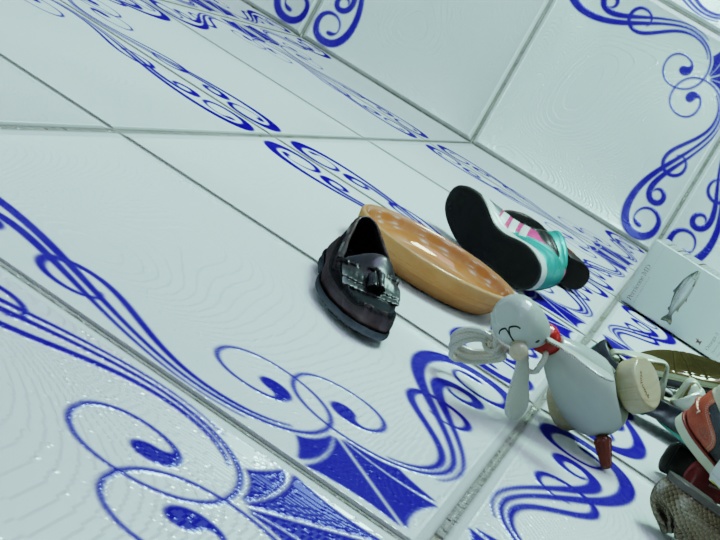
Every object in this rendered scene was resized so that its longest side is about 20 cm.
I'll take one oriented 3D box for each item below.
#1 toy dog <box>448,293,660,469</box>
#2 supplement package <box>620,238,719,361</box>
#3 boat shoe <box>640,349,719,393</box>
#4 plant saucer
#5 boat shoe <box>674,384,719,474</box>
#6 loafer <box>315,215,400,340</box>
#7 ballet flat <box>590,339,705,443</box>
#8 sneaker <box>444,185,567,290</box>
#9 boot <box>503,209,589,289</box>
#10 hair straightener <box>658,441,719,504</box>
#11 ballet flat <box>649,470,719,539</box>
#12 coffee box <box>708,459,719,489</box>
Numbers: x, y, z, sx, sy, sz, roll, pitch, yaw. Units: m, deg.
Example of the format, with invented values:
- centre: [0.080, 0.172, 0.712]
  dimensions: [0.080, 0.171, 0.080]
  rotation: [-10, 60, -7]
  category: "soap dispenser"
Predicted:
- centre: [0.176, 0.104, 1.201]
  dimensions: [0.198, 0.132, 0.097]
  rotation: [20, 53, -25]
  category: "toy dog"
- centre: [0.537, 0.050, 2.240]
  dimensions: [0.199, 0.118, 0.117]
  rotation: [34, 12, 18]
  category: "supplement package"
- centre: [0.430, 0.148, 1.712]
  dimensions: [0.197, 0.066, 0.073]
  rotation: [12, 23, 0]
  category: "boat shoe"
- centre: [0.080, -0.008, 1.551]
  dimensions: [0.198, 0.038, 0.200]
  rotation: [29, 11, -6]
  category: "plant saucer"
- centre: [0.377, 0.194, 1.284]
  dimensions: [0.201, 0.063, 0.071]
  rotation: [50, 27, 5]
  category: "boat shoe"
- centre: [0.000, 0.000, 1.255]
  dimensions: [0.071, 0.063, 0.200]
  rotation: [27, 12, -14]
  category: "loafer"
- centre: [0.322, 0.135, 1.483]
  dimensions: [0.198, 0.074, 0.073]
  rotation: [30, 12, -4]
  category: "ballet flat"
- centre: [0.209, -0.042, 1.884]
  dimensions: [0.120, 0.084, 0.200]
  rotation: [9, 32, -48]
  category: "sneaker"
- centre: [0.238, -0.062, 2.090]
  dimensions: [0.187, 0.069, 0.200]
  rotation: [24, 13, -27]
  category: "boot"
- centre: [0.364, 0.201, 1.370]
  dimensions: [0.198, 0.041, 0.077]
  rotation: [16, 17, -33]
  category: "hair straightener"
- centre: [0.317, 0.238, 1.127]
  dimensions: [0.199, 0.047, 0.067]
  rotation: [37, 3, 2]
  category: "ballet flat"
- centre: [0.448, 0.182, 1.150]
  dimensions: [0.199, 0.199, 0.200]
  rotation: [36, 6, -10]
  category: "coffee box"
